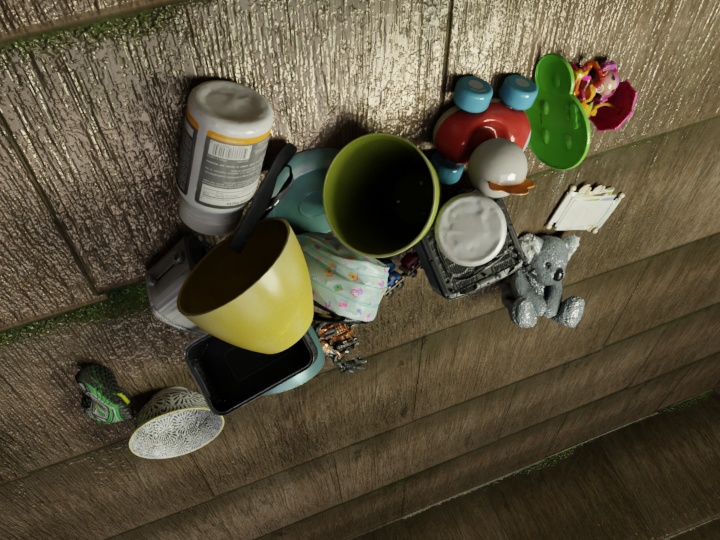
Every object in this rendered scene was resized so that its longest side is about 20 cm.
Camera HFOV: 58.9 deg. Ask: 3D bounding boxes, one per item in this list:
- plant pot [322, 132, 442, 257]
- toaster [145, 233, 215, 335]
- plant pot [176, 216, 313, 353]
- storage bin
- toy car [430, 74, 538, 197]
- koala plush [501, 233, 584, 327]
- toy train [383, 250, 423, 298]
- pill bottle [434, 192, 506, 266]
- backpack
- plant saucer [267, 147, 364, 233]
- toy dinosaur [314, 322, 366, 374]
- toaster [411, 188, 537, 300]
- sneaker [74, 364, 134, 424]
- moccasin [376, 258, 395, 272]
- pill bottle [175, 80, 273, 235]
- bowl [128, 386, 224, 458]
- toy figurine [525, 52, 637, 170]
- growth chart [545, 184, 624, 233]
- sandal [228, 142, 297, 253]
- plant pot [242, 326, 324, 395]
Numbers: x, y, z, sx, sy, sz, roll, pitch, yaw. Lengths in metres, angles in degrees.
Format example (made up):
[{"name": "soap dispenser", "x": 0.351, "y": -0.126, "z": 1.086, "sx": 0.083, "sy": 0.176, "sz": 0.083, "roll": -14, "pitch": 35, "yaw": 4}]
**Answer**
[{"name": "plant pot", "x": 0.062, "y": -0.119, "z": 1.058, "sx": 0.187, "sy": 0.188, "sz": 0.200, "roll": -40, "pitch": 168, "yaw": 19}, {"name": "toaster", "x": -0.271, "y": 0.032, "z": 1.096, "sx": 0.129, "sy": 0.114, "sz": 0.200, "roll": -32, "pitch": 147, "yaw": 16}, {"name": "plant pot", "x": -0.150, "y": 0.040, "z": 0.952, "sx": 0.199, "sy": 0.200, "sz": 0.142, "roll": -31, "pitch": 121, "yaw": 7}, {"name": "storage bin", "x": -0.186, "y": 0.146, "z": 1.109, "sx": 0.199, "sy": 0.136, "sz": 0.094, "roll": -29, "pitch": 177, "yaw": 0}, {"name": "toy car", "x": 0.231, "y": -0.187, "z": 1.054, "sx": 0.175, "sy": 0.201, "sz": 0.185, "roll": -9, "pitch": 142, "yaw": -23}, {"name": "koala plush", "x": 0.422, "y": 0.005, "z": 1.486, "sx": 0.176, "sy": 0.184, "sz": 0.202, "roll": -1, "pitch": 118, "yaw": -14}, {"name": "toy train", "x": 0.104, "y": -0.014, "z": 1.287, "sx": 0.200, "sy": 0.034, "sz": 0.046, "roll": -41, "pitch": 139, "yaw": -19}, {"name": "pill bottle", "x": 0.183, "y": -0.070, "z": 1.051, "sx": 0.112, "sy": 0.113, "sz": 0.200, "roll": -35, "pitch": 177, "yaw": 12}, {"name": "backpack", "x": -0.051, "y": 0.009, "z": 1.067, "sx": 0.166, "sy": 0.199, "sz": 0.128, "roll": -5, "pitch": 118, "yaw": -53}, {"name": "plant saucer", "x": -0.079, "y": -0.122, "z": 1.093, "sx": 0.198, "sy": 0.028, "sz": 0.201, "roll": -18, "pitch": 144, "yaw": -13}, {"name": "toy dinosaur", "x": -0.064, "y": 0.163, "z": 1.434, "sx": 0.199, "sy": 0.103, "sz": 0.135, "roll": -27, "pitch": 134, "yaw": 33}, {"name": "toaster", "x": 0.204, "y": -0.049, "z": 1.221, "sx": 0.180, "sy": 0.201, "sz": 0.119, "roll": -24, "pitch": -174, "yaw": -3}, {"name": "sneaker", "x": -0.515, "y": 0.256, "z": 1.252, "sx": 0.084, "sy": 0.078, "sz": 0.201, "roll": -18, "pitch": 144, "yaw": -10}, {"name": "moccasin", "x": 0.000, "y": 0.000, "z": 1.254, "sx": 0.199, "sy": 0.068, "sz": 0.081, "roll": -13, "pitch": 136, "yaw": -58}, {"name": "pill bottle", "x": -0.198, "y": -0.154, "z": 0.901, "sx": 0.115, "sy": 0.117, "sz": 0.201, "roll": -4, "pitch": 140, "yaw": -28}, {"name": "bowl", "x": -0.406, "y": 0.316, "z": 1.383, "sx": 0.199, "sy": 0.095, "sz": 0.202, "roll": -17, "pitch": 144, "yaw": -13}, {"name": "toy figurine", "x": 0.399, "y": -0.302, "z": 1.113, "sx": 0.183, "sy": 0.150, "sz": 0.201, "roll": -26, "pitch": 122, "yaw": -23}, {"name": "growth chart", "x": 0.516, "y": -0.140, "z": 1.452, "sx": 0.198, "sy": 0.018, "sz": 0.145, "roll": 0, "pitch": 137, "yaw": -32}, {"name": "sandal", "x": -0.139, "y": -0.105, "z": 0.959, "sx": 0.043, "sy": 0.201, "sz": 0.076, "roll": 28, "pitch": 152, "yaw": -12}, {"name": "plant pot", "x": -0.178, "y": 0.131, "z": 1.237, "sx": 0.198, "sy": 0.200, "sz": 0.136, "roll": -15, "pitch": 111, "yaw": -15}]
